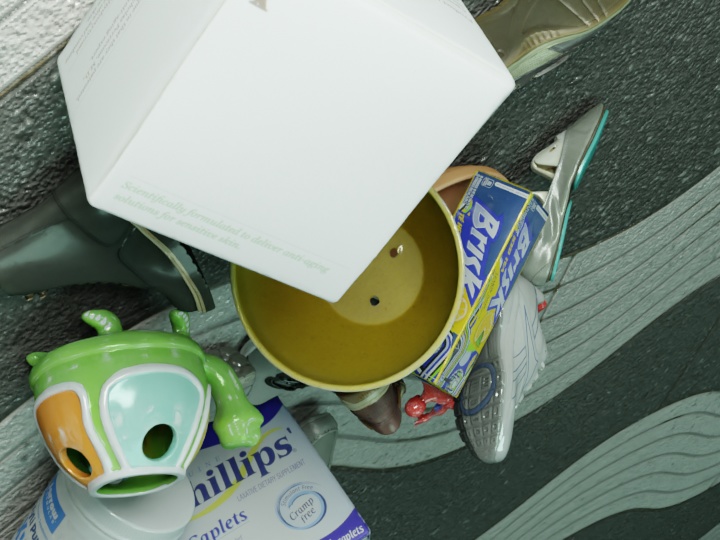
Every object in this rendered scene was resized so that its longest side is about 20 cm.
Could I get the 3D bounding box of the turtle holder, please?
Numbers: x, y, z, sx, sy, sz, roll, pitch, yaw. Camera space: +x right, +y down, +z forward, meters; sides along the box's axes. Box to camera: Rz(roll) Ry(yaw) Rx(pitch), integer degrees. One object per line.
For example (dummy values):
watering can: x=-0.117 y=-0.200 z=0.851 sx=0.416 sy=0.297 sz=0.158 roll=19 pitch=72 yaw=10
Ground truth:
turtle holder: x=-0.185 y=0.119 z=1.155 sx=0.140 sy=0.132 sz=0.185 roll=-23 pitch=157 yaw=21

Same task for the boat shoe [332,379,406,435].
boat shoe: x=0.009 y=0.118 z=1.400 sx=0.072 sy=0.072 sz=0.200 roll=-37 pitch=-168 yaw=-2

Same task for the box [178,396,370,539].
box: x=-0.117 y=0.259 z=1.420 sx=0.183 sy=0.200 sz=0.105 roll=-28 pitch=150 yaw=-19

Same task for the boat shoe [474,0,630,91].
boat shoe: x=0.147 y=-0.203 z=1.190 sx=0.200 sy=0.072 sz=0.066 roll=-33 pitch=162 yaw=-10

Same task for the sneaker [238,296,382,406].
sneaker: x=-0.050 y=0.085 z=1.338 sx=0.200 sy=0.080 sz=0.074 roll=-34 pitch=144 yaw=29

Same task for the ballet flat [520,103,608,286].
ballet flat: x=0.195 y=-0.085 z=1.405 sx=0.067 sy=0.063 sz=0.201 roll=62 pitch=47 yaw=-81

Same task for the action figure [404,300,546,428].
action figure: x=0.098 y=0.088 z=1.414 sx=0.200 sy=0.065 sz=0.099 roll=-43 pitch=-172 yaw=-34

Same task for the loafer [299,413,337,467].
loafer: x=-0.062 y=0.239 z=1.581 sx=0.070 sy=0.070 sz=0.200 roll=-19 pitch=147 yaw=-33

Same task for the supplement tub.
supplement tub: x=-0.262 y=0.265 z=1.330 sx=0.132 sy=0.132 sz=0.200 roll=1 pitch=132 yaw=-51

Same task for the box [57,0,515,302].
box: x=-0.053 y=-0.127 z=0.879 sx=0.198 sy=0.172 sz=0.200 roll=23 pitch=117 yaw=-34

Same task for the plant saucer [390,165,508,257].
plant saucer: x=0.063 y=-0.033 z=1.374 sx=0.200 sy=0.038 sz=0.200 roll=-29 pitch=152 yaw=-17

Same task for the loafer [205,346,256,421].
loafer: x=-0.183 y=0.127 z=1.282 sx=0.199 sy=0.070 sz=0.070 roll=-11 pitch=135 yaw=-42

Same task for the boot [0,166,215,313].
boot: x=-0.205 y=-0.005 z=1.069 sx=0.138 sy=0.078 sz=0.200 roll=-31 pitch=141 yaw=-2

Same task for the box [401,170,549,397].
box: x=0.101 y=0.013 z=1.302 sx=0.201 sy=0.064 sz=0.070 roll=-63 pitch=153 yaw=-5

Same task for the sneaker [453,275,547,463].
sneaker: x=0.146 y=0.091 z=1.348 sx=0.087 sy=0.201 sz=0.074 roll=20 pitch=160 yaw=-33

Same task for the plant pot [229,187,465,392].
plant pot: x=0.000 y=0.000 z=1.213 sx=0.200 sy=0.200 sz=0.142 roll=-42 pitch=173 yaw=8
